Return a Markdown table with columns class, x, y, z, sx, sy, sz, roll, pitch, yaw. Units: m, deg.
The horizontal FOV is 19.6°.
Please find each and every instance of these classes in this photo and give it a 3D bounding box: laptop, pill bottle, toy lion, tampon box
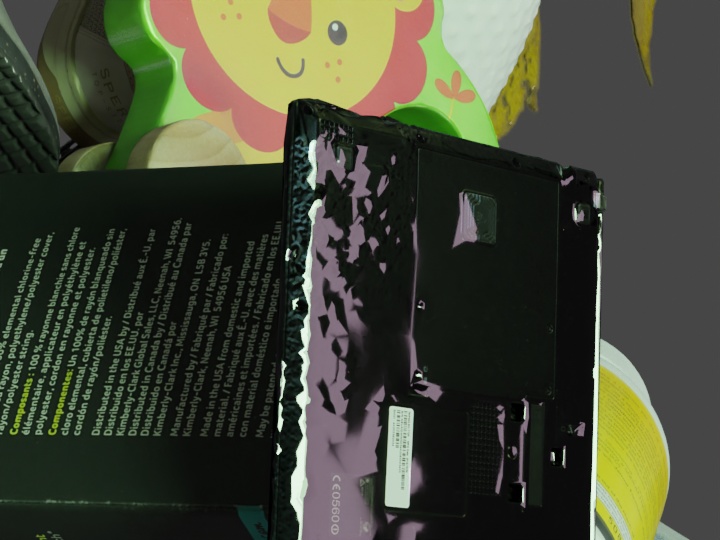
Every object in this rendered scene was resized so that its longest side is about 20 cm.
| class | x | y | z | sx | sy | sz | roll | pitch | yaw |
| --- | --- | --- | --- | --- | --- | --- | --- | --- | --- |
| laptop | 0.018 | 0.057 | 0.636 | 0.200 | 0.103 | 0.177 | 10 | 78 | -44 |
| pill bottle | 0.067 | 0.095 | 0.859 | 0.200 | 0.112 | 0.112 | -49 | 135 | -66 |
| toy lion | -0.019 | -0.068 | 0.790 | 0.200 | 0.069 | 0.192 | 33 | 65 | -32 |
| tampon box | -0.076 | 0.059 | 0.684 | 0.150 | 0.200 | 0.126 | 64 | 32 | -50 |

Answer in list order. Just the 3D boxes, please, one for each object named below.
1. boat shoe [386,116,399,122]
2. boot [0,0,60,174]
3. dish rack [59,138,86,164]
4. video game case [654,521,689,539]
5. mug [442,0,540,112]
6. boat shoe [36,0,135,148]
| class | x | y | z | sx | sy | sz | roll | pitch | yaw |
| --- | --- | --- | --- | --- | --- | --- | --- | --- | --- |
| boat shoe | 0.000 | 0.000 | 0.872 | 0.072 | 0.065 | 0.200 | -8 | 113 | -32 |
| boot | -0.142 | -0.127 | 0.709 | 0.200 | 0.070 | 0.132 | 72 | 20 | -50 |
| dish rack | -0.086 | 0.039 | 0.866 | 0.153 | 0.054 | 0.200 | -48 | 134 | -62 |
| video game case | 0.098 | 0.207 | 1.004 | 0.018 | 0.143 | 0.200 | 14 | 96 | -26 |
| mug | 0.001 | -0.128 | 0.934 | 0.200 | 0.148 | 0.175 | -40 | 148 | -59 |
| boat shoe | -0.074 | -0.135 | 0.859 | 0.072 | 0.065 | 0.200 | 51 | 37 | -36 |
